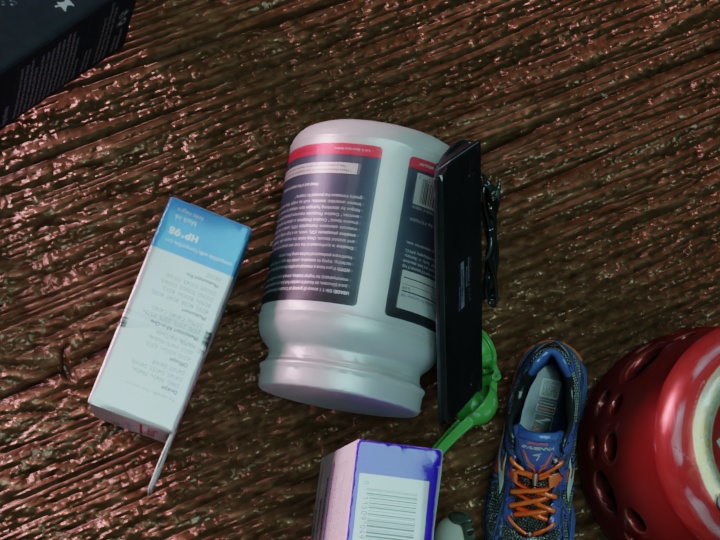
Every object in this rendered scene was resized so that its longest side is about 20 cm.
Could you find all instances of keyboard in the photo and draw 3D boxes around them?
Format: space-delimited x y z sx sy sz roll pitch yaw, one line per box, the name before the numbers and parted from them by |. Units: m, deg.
keyboard | 0.077 0.002 1.045 0.020 0.127 0.202 8 112 25

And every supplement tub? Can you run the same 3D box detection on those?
supplement tub | 0.000 0.000 1.063 0.139 0.140 0.202 11 78 -6

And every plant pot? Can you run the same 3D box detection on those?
plant pot | 0.283 0.138 1.061 0.199 0.182 0.202 1 81 -9

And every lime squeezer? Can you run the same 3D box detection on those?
lime squeezer | 0.077 0.078 1.111 0.070 0.038 0.202 10 77 -10

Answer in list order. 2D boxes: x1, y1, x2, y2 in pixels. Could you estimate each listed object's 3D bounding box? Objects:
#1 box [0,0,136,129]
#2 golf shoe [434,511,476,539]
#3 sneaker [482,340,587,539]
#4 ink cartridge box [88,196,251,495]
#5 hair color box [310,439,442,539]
box | -0.303 -0.215 1.051 0.200 0.117 0.197 -41 88 -26
golf shoe | 0.045 0.277 1.053 0.087 0.077 0.202 9 78 1
sneaker | 0.132 0.146 1.080 0.075 0.078 0.202 3 76 11
ink cartridge box | -0.148 0.059 1.043 0.066 0.116 0.201 21 77 -4
hair color box | 0.006 0.184 0.999 0.064 0.200 0.110 9 78 -8
